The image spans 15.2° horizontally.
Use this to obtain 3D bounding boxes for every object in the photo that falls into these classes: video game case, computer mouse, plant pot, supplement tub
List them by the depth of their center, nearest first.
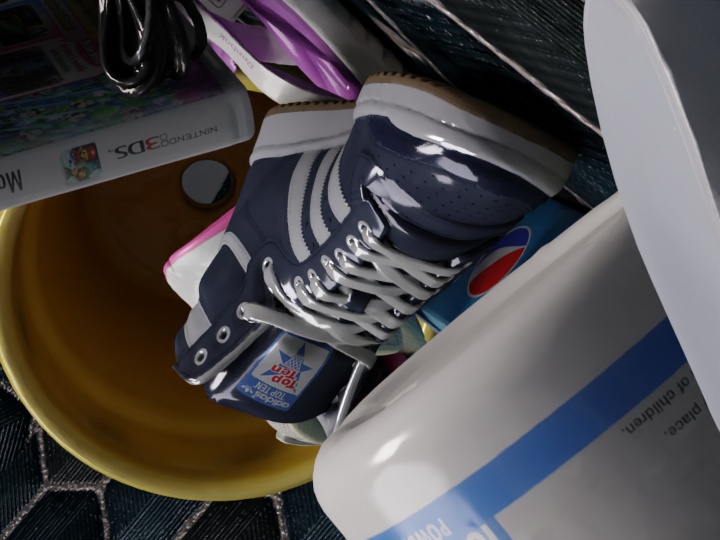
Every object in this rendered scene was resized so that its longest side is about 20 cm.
[{"bbox_3d":[0.096,0.084,0.652,0.200,0.132,0.132,51,178,-1],"label":"supplement tub"},{"bbox_3d":[-0.103,-0.126,0.921,0.200,0.044,0.110,-143,33,-70],"label":"computer mouse"},{"bbox_3d":[-0.148,-0.060,0.925,0.200,0.182,0.024,-130,26,-62],"label":"video game case"},{"bbox_3d":[-0.070,-0.019,1.255,0.201,0.201,0.189,40,-170,-16],"label":"plant pot"}]

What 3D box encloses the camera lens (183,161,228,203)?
[{"bbox_3d":[-0.206,-0.118,1.936,0.200,0.160,0.160,39,178,28],"label":"camera lens"}]

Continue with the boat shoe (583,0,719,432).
[{"bbox_3d":[0.102,0.021,0.494,0.200,0.065,0.074,64,176,-25],"label":"boat shoe"}]

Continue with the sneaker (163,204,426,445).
[{"bbox_3d":[-0.020,0.033,1.061,0.088,0.081,0.200,51,177,14],"label":"sneaker"}]

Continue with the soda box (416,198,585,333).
[{"bbox_3d":[0.066,0.011,1.034,0.068,0.064,0.200,40,179,-18],"label":"soda box"}]

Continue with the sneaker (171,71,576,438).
[{"bbox_3d":[0.000,0.000,0.879,0.070,0.109,0.200,26,170,-18],"label":"sneaker"}]

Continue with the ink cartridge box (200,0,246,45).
[{"bbox_3d":[-0.136,-0.163,1.076,0.200,0.050,0.109,40,178,-16],"label":"ink cartridge box"}]

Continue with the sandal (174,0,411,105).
[{"bbox_3d":[-0.025,-0.075,0.975,0.203,0.050,0.082,43,175,-31],"label":"sandal"}]
